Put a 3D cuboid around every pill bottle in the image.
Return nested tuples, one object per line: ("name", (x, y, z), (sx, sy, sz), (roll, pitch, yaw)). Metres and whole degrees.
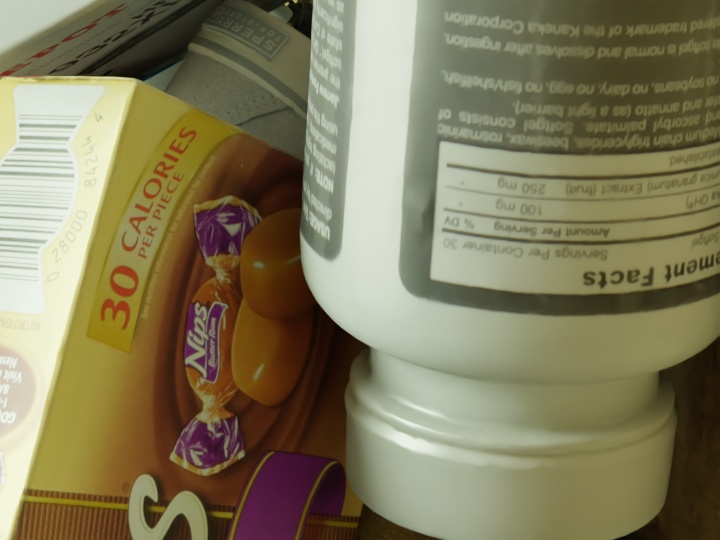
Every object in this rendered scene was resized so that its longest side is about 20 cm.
("pill bottle", (0.042, -0.040, 0.687), (0.111, 0.110, 0.201), (-108, 20, -70))

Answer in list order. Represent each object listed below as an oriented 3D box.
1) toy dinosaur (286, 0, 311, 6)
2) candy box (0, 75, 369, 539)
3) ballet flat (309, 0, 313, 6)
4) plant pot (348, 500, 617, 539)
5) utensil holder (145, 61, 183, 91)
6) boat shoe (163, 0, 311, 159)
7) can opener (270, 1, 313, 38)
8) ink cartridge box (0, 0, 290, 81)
("toy dinosaur", (0.011, -0.125, 1.145), (0.101, 0.058, 0.200), (-45, -22, -39))
("candy box", (-0.059, 0.064, 0.717), (0.056, 0.117, 0.201), (2, 74, 42))
("ballet flat", (-0.007, -0.133, 0.954), (0.074, 0.074, 0.200), (-120, 7, -77))
("plant pot", (0.003, 0.151, 0.811), (0.186, 0.186, 0.201), (-116, 39, -75))
("utensil holder", (-0.115, -0.094, 1.089), (0.170, 0.169, 0.201), (-114, 24, -75))
("boat shoe", (0.000, 0.000, 0.854), (0.069, 0.072, 0.200), (-52, -36, -8))
("can opener", (-0.021, -0.082, 1.006), (0.053, 0.200, 0.067), (-2, 53, 53))
("ink cartridge box", (-0.101, -0.091, 0.822), (0.084, 0.145, 0.200), (64, -160, 1))
